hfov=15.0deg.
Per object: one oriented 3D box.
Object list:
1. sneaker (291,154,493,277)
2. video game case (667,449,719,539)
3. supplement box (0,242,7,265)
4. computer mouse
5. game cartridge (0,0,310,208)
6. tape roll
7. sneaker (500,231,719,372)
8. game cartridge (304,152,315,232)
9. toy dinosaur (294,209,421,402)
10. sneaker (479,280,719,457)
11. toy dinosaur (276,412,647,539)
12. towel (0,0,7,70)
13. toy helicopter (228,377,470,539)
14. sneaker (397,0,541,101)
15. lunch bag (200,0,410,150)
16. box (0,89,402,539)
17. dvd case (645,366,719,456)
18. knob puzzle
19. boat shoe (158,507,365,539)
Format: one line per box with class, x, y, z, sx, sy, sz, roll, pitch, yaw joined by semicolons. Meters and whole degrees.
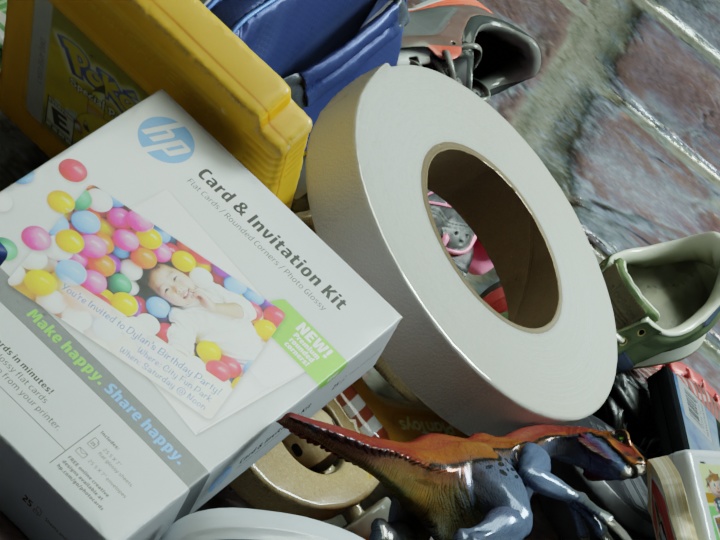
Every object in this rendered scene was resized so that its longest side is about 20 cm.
sneaker;0.027;-0.034;1.545;0.200;0.079;0.096;-1;59;-58
video game case;0.240;0.186;1.441;0.199;0.022;0.183;7;66;-49
supplement box;-0.252;-0.035;1.046;0.200;0.110;0.109;47;20;19
computer mouse;0.153;0.144;1.485;0.200;0.053;0.139;34;24;-40
game cartridge;-0.105;-0.079;1.319;0.176;0.032;0.200;43;-23;12
tape roll;0.052;-0.009;1.360;0.203;0.037;0.203;37;36;-33
sneaker;0.120;0.028;1.473;0.199;0.090;0.067;-19;68;-28
game cartridge;-0.050;-0.044;1.562;0.176;0.032;0.200;22;28;-42
toy dinosaur;0.000;0.000;1.448;0.101;0.058;0.201;3;67;-25
sneaker;0.146;0.082;1.575;0.200;0.071;0.098;31;27;-32
toy dinosaur;0.066;0.092;1.229;0.201;0.105;0.182;66;27;-24
towel;-0.229;-0.182;1.549;0.152;0.023;0.200;37;18;-10
toy helicopter;0.006;0.085;1.294;0.199;0.079;0.133;7;52;-46
sneaker;0.025;-0.119;1.589;0.199;0.077;0.082;-21;26;-36
lunch bag;-0.055;-0.134;1.462;0.132;0.136;0.200;31;53;23
box;-0.100;0.025;1.168;0.156;0.041;0.200;43;46;11
dvd case;0.230;0.158;1.517;0.200;0.018;0.143;46;21;-25
knob puzzle;0.150;0.177;1.288;0.220;0.030;0.221;-13;90;-88
boat shoe;0.005;0.163;1.125;0.199;0.074;0.067;26;31;-18
